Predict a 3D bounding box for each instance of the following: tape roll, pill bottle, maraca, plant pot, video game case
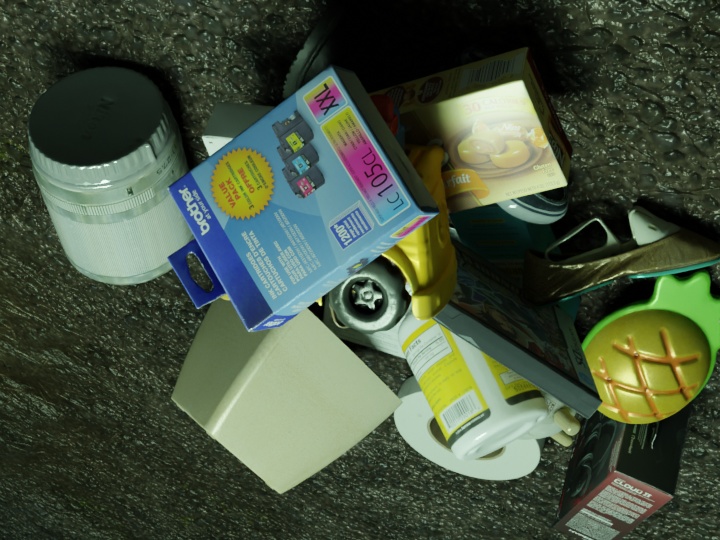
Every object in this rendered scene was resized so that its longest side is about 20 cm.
[{"bbox_3d":[0.140,0.200,1.620,0.200,0.037,0.204,16,145,12],"label":"tape roll"},{"bbox_3d":[0.105,0.086,1.313,0.202,0.110,0.112,64,150,19],"label":"pill bottle"},{"bbox_3d":[0.311,0.082,1.310,0.136,0.107,0.201,32,120,-13],"label":"maraca"},{"bbox_3d":[-0.106,0.141,1.494,0.200,0.178,0.199,45,169,-29],"label":"plant pot"},{"bbox_3d":[0.137,0.042,1.214,0.199,0.181,0.026,33,110,-13],"label":"video game case"}]

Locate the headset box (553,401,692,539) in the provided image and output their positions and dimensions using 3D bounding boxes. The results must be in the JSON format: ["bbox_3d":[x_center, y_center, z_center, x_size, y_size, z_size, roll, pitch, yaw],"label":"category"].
[{"bbox_3d":[0.305,0.211,1.438,0.076,0.150,0.201,23,147,-1],"label":"headset box"}]

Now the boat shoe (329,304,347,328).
[{"bbox_3d":[0.000,0.000,1.323,0.071,0.073,0.201,21,152,12],"label":"boat shoe"}]

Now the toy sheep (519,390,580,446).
[{"bbox_3d":[0.189,0.128,1.403,0.138,0.138,0.200,50,172,-34],"label":"toy sheep"}]

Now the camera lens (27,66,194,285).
[{"bbox_3d":[-0.263,-0.096,1.352,0.158,0.161,0.201,13,144,14],"label":"camera lens"}]

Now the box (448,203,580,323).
[{"bbox_3d":[0.162,-0.014,1.311,0.081,0.050,0.201,0,139,30],"label":"box"}]

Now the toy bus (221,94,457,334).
[{"bbox_3d":[-0.021,-0.060,1.070,0.197,0.136,0.195,3,115,15],"label":"toy bus"}]

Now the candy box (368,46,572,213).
[{"bbox_3d":[0.075,-0.112,1.112,0.197,0.056,0.116,-12,127,26],"label":"candy box"}]

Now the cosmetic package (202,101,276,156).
[{"bbox_3d":[-0.087,-0.080,1.244,0.081,0.051,0.201,6,146,16],"label":"cosmetic package"}]

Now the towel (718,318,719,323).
[{"bbox_3d":[0.463,0.042,1.179,0.198,0.086,0.166,23,146,0],"label":"towel"}]

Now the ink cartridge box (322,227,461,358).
[{"bbox_3d":[0.045,0.008,1.431,0.160,0.057,0.202,16,124,11],"label":"ink cartridge box"}]

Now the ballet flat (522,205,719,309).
[{"bbox_3d":[0.250,-0.021,1.226,0.197,0.068,0.073,-15,98,15],"label":"ballet flat"}]

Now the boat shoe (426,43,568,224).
[{"bbox_3d":[0.141,-0.122,1.163,0.199,0.071,0.091,35,138,-22],"label":"boat shoe"}]

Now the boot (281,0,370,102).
[{"bbox_3d":[0.008,-0.153,1.191,0.156,0.080,0.212,26,151,2],"label":"boot"}]

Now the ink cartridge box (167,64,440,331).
[{"bbox_3d":[-0.056,-0.045,0.985,0.199,0.076,0.137,-35,81,16],"label":"ink cartridge box"}]
